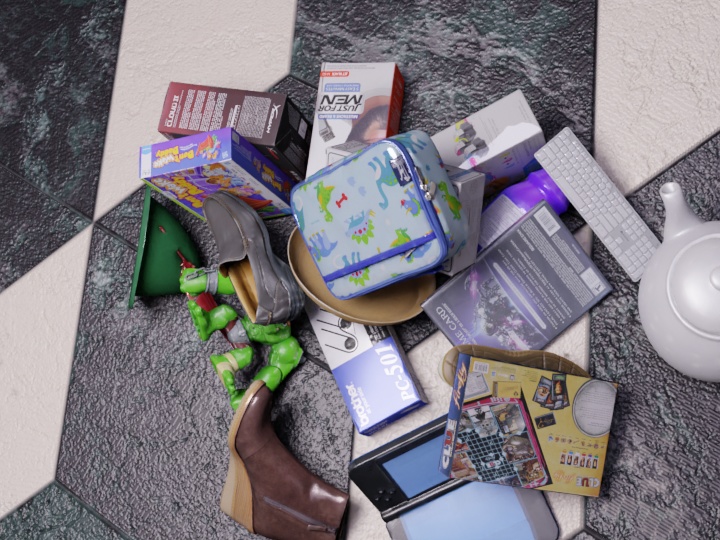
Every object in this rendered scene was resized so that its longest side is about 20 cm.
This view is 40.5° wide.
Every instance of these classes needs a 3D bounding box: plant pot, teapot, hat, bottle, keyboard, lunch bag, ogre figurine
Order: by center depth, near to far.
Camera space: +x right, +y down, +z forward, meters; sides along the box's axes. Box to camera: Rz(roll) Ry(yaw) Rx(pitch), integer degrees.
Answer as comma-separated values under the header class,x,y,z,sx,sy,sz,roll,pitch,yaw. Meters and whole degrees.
class,x,y,z,sx,sy,sz,roll,pitch,yaw
teapot,0.409,0.031,1.104,0.197,0.146,0.200,19,82,20
lunch bag,0.021,-0.060,1.129,0.198,0.082,0.163,-19,97,41
keyboard,0.296,-0.081,1.202,0.056,0.011,0.201,-38,89,-9
bottle,0.202,-0.064,1.237,0.200,0.065,0.084,-45,72,2
plant pot,0.000,0.000,1.246,0.200,0.199,0.028,41,134,22
ogre figurine,-0.149,0.077,1.280,0.119,0.098,0.202,-26,78,-20
hat,-0.227,-0.009,1.365,0.173,0.166,0.204,9,101,-13

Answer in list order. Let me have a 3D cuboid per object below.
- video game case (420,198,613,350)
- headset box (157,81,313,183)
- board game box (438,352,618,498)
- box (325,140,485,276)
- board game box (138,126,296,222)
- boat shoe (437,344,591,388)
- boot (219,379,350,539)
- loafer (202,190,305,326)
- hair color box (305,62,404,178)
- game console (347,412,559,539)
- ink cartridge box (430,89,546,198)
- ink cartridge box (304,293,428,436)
class,x,y,z,sx,sy,sz,roll,pitch,yaw
video game case,0.192,0.032,1.202,0.199,0.019,0.143,-40,100,5
headset box,-0.172,-0.189,1.344,0.196,0.149,0.079,9,77,18
board game box,0.193,0.178,1.115,0.197,0.035,0.138,12,88,-20
box,0.048,-0.080,1.190,0.198,0.060,0.119,17,116,32
board game box,-0.184,-0.119,1.296,0.132,0.200,0.046,-9,71,19
boat shoe,0.186,0.129,1.175,0.197,0.066,0.075,16,80,-9
boot,-0.086,0.249,1.222,0.164,0.072,0.203,17,109,15
loafer,-0.149,-0.018,1.227,0.201,0.072,0.073,52,133,20
hair color box,-0.008,-0.180,1.336,0.109,0.064,0.204,3,78,17
game console,0.110,0.273,1.155,0.198,0.171,0.119,-27,43,8
ink cartridge box,0.137,-0.137,1.250,0.198,0.115,0.069,-27,69,10
ink cartridge box,0.003,0.102,1.267,0.093,0.044,0.202,-29,69,10
